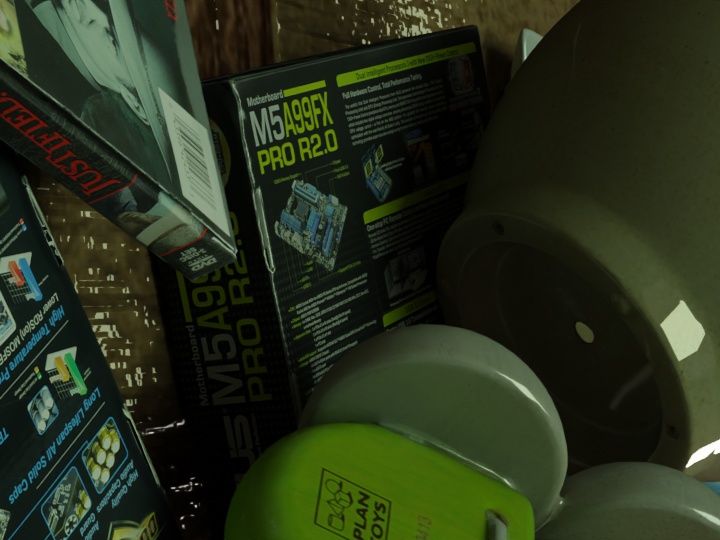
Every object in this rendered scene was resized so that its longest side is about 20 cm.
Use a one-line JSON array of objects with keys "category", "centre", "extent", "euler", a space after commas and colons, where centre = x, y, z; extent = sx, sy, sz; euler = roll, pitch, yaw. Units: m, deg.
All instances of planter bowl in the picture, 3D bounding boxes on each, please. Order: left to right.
[{"category": "planter bowl", "centre": [0.112, -0.003, 0.679], "extent": [0.134, 0.199, 0.202], "euler": [-36, 119, -28]}]

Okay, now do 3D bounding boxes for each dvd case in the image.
[{"category": "dvd case", "centre": [-0.102, -0.098, 0.489], "extent": [0.200, 0.022, 0.147], "euler": [39, 30, -52]}]

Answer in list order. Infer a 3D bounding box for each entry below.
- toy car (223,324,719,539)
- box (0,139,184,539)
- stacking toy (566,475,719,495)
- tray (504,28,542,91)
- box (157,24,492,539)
[{"category": "toy car", "centre": [0.028, 0.131, 0.554], "extent": [0.199, 0.150, 0.176], "euler": [34, 35, -19]}, {"category": "box", "centre": [-0.124, 0.068, 0.439], "extent": [0.200, 0.046, 0.160], "euler": [-55, 131, -51]}, {"category": "stacking toy", "centre": [0.091, 0.172, 0.698], "extent": [0.201, 0.109, 0.117], "euler": [-77, 172, -45]}, {"category": "tray", "centre": [0.094, -0.004, 0.881], "extent": [0.107, 0.022, 0.202], "euler": [17, 69, -60]}, {"category": "box", "centre": [0.000, 0.000, 0.686], "extent": [0.200, 0.044, 0.162], "euler": [-25, 106, -61]}]
